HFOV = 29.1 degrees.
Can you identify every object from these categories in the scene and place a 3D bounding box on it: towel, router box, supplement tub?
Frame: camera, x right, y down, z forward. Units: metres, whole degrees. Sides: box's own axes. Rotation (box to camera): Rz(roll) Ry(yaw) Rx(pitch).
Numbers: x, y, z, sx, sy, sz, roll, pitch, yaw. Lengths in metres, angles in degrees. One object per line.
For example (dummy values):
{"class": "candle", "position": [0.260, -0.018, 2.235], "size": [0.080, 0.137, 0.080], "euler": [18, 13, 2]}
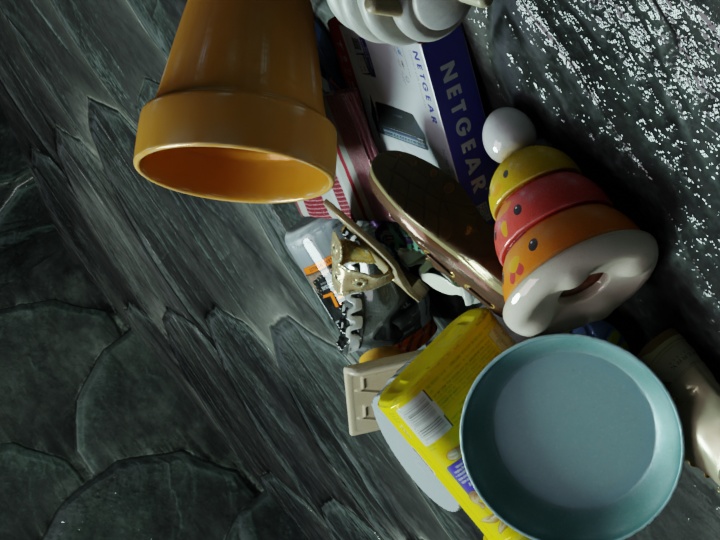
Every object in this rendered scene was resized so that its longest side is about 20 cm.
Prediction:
{"class": "towel", "position": [-0.035, -0.121, 1.482], "size": [0.199, 0.023, 0.146], "euler": [6, 122, 58]}
{"class": "router box", "position": [0.055, -0.151, 1.361], "size": [0.179, 0.048, 0.202], "euler": [27, 140, 57]}
{"class": "supplement tub", "position": [0.005, 0.010, 1.698], "size": [0.201, 0.122, 0.122], "euler": [58, 162, -9]}

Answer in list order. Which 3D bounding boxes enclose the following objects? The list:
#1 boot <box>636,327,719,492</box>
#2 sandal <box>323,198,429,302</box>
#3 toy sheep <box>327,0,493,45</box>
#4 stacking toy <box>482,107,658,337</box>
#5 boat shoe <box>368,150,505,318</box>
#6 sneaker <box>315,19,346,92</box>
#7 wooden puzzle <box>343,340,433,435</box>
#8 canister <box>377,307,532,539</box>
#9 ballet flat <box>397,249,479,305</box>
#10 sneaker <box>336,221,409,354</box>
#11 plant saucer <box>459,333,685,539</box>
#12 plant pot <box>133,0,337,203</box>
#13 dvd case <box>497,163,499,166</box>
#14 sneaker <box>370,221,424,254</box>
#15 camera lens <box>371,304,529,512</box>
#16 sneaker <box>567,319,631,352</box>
{"class": "boot", "position": [0.308, 0.165, 1.250], "size": [0.155, 0.072, 0.202], "euler": [44, 151, 34]}
{"class": "sandal", "position": [0.004, 0.003, 1.488], "size": [0.077, 0.070, 0.211], "euler": [40, -179, 36]}
{"class": "toy sheep", "position": [0.031, -0.249, 1.155], "size": [0.199, 0.137, 0.139], "euler": [34, 153, 37]}
{"class": "stacking toy", "position": [0.157, -0.056, 1.217], "size": [0.147, 0.144, 0.202], "euler": [90, 158, -61]}
{"class": "boat shoe", "position": [0.081, -0.029, 1.291], "size": [0.200, 0.072, 0.068], "euler": [41, 141, 10]}
{"class": "sneaker", "position": [-0.039, -0.183, 1.541], "size": [0.201, 0.078, 0.075], "euler": [54, 163, 5]}
{"class": "wooden puzzle", "position": [0.070, 0.129, 1.674], "size": [0.201, 0.182, 0.047], "euler": [88, 169, -62]}
{"class": "canister", "position": [0.128, 0.154, 1.316], "size": [0.201, 0.148, 0.086], "euler": [50, 165, -10]}
{"class": "ballet flat", "position": [0.080, -0.021, 1.537], "size": [0.200, 0.069, 0.070], "euler": [38, 156, 45]}
{"class": "sneaker", "position": [0.021, -0.002, 1.606], "size": [0.066, 0.089, 0.203], "euler": [-130, 42, -75]}
{"class": "plant saucer", "position": [0.187, 0.147, 1.232], "size": [0.201, 0.199, 0.036], "euler": [57, -159, -5]}
{"class": "plant pot", "position": [-0.117, -0.182, 1.373], "size": [0.200, 0.197, 0.186], "euler": [142, 133, -73]}
{"class": "dvd case", "position": [0.149, -0.048, 1.383], "size": [0.200, 0.016, 0.150], "euler": [40, 157, 44]}
{"class": "sneaker", "position": [0.068, -0.033, 1.449], "size": [0.200, 0.087, 0.075], "euler": [48, 163, 57]}
{"class": "camera lens", "position": [0.132, 0.133, 1.447], "size": [0.160, 0.199, 0.161], "euler": [47, 161, 22]}
{"class": "sneaker", "position": [0.247, 0.116, 1.361], "size": [0.083, 0.070, 0.201], "euler": [-115, -1, -60]}
